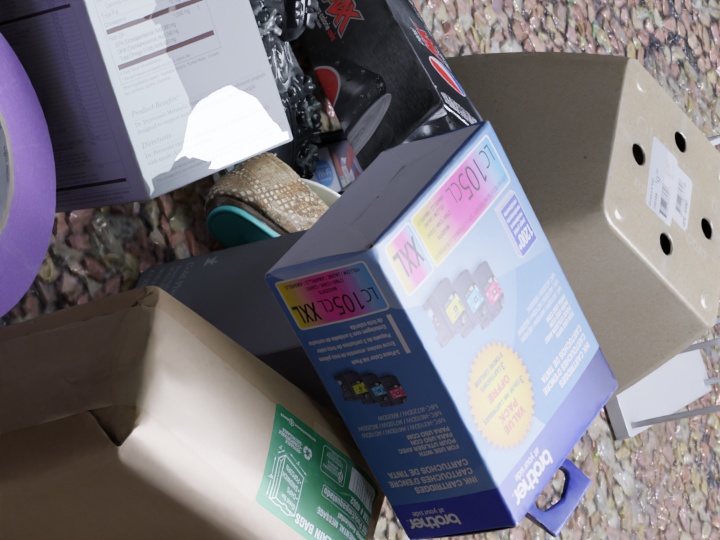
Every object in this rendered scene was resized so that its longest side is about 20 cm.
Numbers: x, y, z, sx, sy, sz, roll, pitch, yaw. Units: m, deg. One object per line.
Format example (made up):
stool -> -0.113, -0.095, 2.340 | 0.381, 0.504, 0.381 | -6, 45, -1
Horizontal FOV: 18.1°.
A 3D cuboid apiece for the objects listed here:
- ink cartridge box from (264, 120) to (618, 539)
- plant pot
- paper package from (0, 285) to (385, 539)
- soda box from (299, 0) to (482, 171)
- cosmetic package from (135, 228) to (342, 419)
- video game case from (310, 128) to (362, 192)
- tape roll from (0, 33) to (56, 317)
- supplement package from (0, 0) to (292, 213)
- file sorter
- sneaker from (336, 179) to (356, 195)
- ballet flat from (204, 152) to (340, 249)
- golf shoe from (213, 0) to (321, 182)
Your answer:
ink cartridge box -> 0.053, 0.045, 1.171 | 0.136, 0.076, 0.200 | -48, 118, -45
plant pot -> 0.135, -0.030, 1.500 | 0.200, 0.177, 0.200 | 43, 46, -35
paper package -> -0.114, 0.111, 1.162 | 0.200, 0.190, 0.104 | 40, 49, -37
soda box -> 0.019, -0.119, 1.440 | 0.063, 0.071, 0.200 | 39, 16, -36
cosmetic package -> -0.047, 0.043, 1.264 | 0.090, 0.200, 0.107 | 50, 43, -27
video game case -> 0.033, -0.012, 1.529 | 0.200, 0.025, 0.181 | -16, 90, -53
tape roll -> -0.250, -0.056, 1.156 | 0.200, 0.065, 0.201 | 21, 62, -46
supplement package -> -0.138, -0.146, 1.260 | 0.109, 0.114, 0.201 | -26, 104, -38
file sorter -> 0.246, 0.004, 1.711 | 0.139, 0.124, 0.201 | -21, 93, -53
sneaker -> -0.022, 0.047, 1.394 | 0.090, 0.066, 0.201 | -11, 104, -41
ballet flat -> 0.000, 0.000, 1.326 | 0.200, 0.070, 0.065 | 40, 54, -16
golf shoe -> -0.079, -0.114, 1.382 | 0.078, 0.094, 0.201 | -20, 118, -53
